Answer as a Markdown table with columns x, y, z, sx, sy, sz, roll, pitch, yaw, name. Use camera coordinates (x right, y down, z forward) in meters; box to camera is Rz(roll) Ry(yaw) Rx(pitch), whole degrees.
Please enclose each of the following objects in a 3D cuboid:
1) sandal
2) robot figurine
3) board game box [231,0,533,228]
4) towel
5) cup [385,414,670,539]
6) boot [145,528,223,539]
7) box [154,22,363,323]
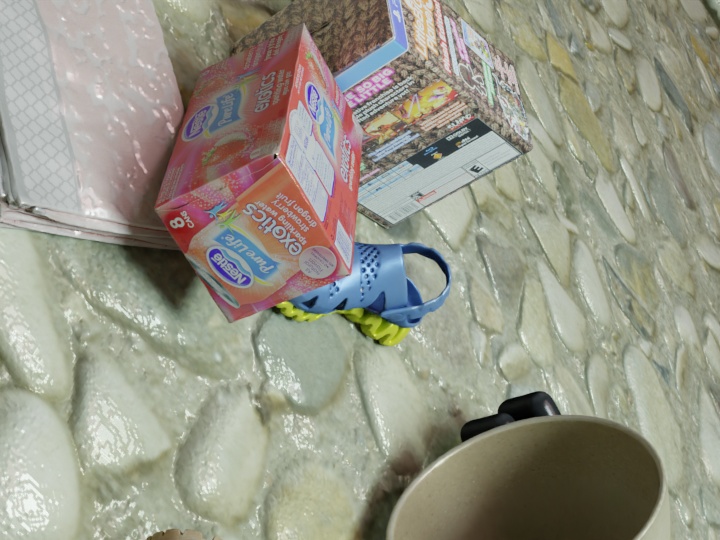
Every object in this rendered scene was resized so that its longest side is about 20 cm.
| x | y | z | sx | sy | sz | roll | pitch | yaw | name |
| --- | --- | --- | --- | --- | --- | --- | --- | --- | --- |
| 0.000 | 0.000 | 0.973 | 0.199 | 0.087 | 0.080 | 15 | 56 | -51 | sandal |
| 0.157 | 0.203 | 1.029 | 0.202 | 0.149 | 0.125 | 64 | 13 | 2 | robot figurine |
| 0.019 | -0.143 | 1.039 | 0.199 | 0.159 | 0.098 | 29 | 43 | -45 | board game box |
| -0.182 | -0.115 | 0.829 | 0.190 | 0.032 | 0.202 | 7 | 62 | -56 | towel |
| 0.133 | 0.219 | 0.888 | 0.144 | 0.198 | 0.201 | 69 | 26 | -22 | cup |
| -0.053 | 0.240 | 0.723 | 0.199 | 0.075 | 0.108 | 34 | 43 | -28 | boot |
| -0.063 | -0.073 | 0.866 | 0.103 | 0.094 | 0.201 | 59 | 19 | -30 | box |
